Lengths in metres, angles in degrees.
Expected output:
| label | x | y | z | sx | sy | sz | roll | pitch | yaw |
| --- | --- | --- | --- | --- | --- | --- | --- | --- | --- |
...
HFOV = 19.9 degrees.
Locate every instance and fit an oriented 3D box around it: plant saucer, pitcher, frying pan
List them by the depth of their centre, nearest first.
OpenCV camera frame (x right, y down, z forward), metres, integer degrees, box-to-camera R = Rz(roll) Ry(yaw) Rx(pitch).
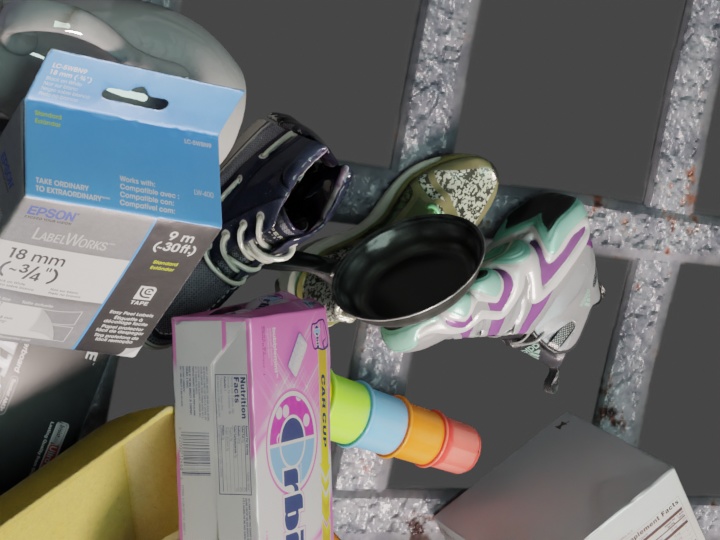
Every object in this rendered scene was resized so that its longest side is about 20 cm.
| label | x | y | z | sx | sy | sz | roll | pitch | yaw |
| --- | --- | --- | --- | --- | --- | --- | --- | --- | --- |
| pitcher | -0.167 | -0.128 | 1.340 | 0.199 | 0.171 | 0.122 | 16 | 80 | -31 |
| plant saucer | -0.208 | 0.202 | 1.436 | 0.200 | 0.048 | 0.201 | -35 | 142 | -32 |
| frying pan | 0.000 | 0.010 | 1.458 | 0.189 | 0.115 | 0.031 | -14 | 125 | 15 |

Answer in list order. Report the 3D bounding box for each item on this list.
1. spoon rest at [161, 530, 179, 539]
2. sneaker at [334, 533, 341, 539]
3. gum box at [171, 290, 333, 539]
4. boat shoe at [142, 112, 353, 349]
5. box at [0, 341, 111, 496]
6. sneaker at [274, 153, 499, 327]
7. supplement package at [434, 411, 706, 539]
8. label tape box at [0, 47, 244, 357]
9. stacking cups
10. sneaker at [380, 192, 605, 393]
| label | x | y | z | sx | sy | sz | roll | pitch | yaw |
| --- | --- | --- | --- | --- | --- | --- | --- | --- | --- |
| spoon rest | -0.130 | 0.269 | 1.497 | 0.099 | 0.061 | 0.201 | -27 | 138 | -40 |
| sneaker | -0.056 | 0.225 | 1.569 | 0.092 | 0.076 | 0.201 | -32 | 110 | -11 |
| gum box | -0.074 | 0.117 | 1.445 | 0.113 | 0.066 | 0.201 | -7 | 96 | -63 |
| boat shoe | -0.088 | -0.022 | 1.460 | 0.075 | 0.093 | 0.200 | 38 | 83 | -32 |
| box | -0.270 | 0.051 | 1.402 | 0.198 | 0.050 | 0.201 | 22 | 92 | -32 |
| sneaker | 0.037 | -0.014 | 1.538 | 0.200 | 0.089 | 0.077 | -38 | 119 | -17 |
| supplement package | 0.190 | 0.253 | 1.665 | 0.150 | 0.152 | 0.200 | -36 | 119 | -16 |
| label tape box | -0.171 | -0.037 | 1.313 | 0.144 | 0.063 | 0.200 | 9 | 133 | -34 |
| stacking cups | 0.008 | 0.111 | 1.580 | 0.199 | 0.060 | 0.061 | 18 | 94 | -37 |
| sneaker | 0.117 | 0.045 | 1.609 | 0.200 | 0.078 | 0.140 | -32 | 117 | -19 |
